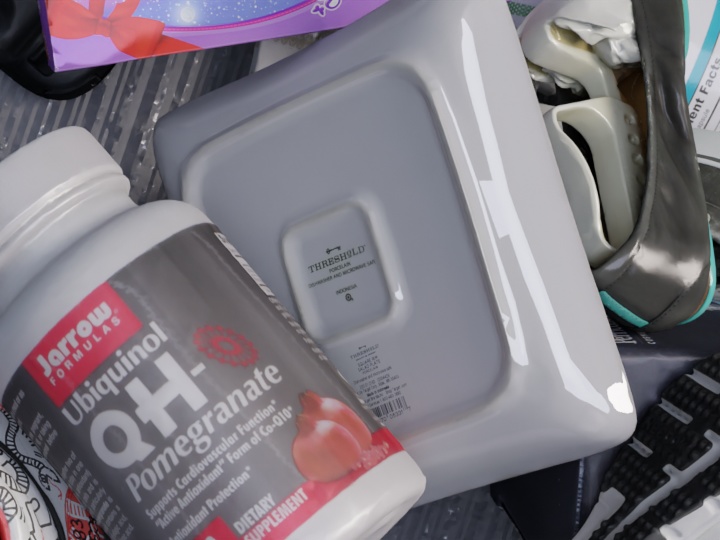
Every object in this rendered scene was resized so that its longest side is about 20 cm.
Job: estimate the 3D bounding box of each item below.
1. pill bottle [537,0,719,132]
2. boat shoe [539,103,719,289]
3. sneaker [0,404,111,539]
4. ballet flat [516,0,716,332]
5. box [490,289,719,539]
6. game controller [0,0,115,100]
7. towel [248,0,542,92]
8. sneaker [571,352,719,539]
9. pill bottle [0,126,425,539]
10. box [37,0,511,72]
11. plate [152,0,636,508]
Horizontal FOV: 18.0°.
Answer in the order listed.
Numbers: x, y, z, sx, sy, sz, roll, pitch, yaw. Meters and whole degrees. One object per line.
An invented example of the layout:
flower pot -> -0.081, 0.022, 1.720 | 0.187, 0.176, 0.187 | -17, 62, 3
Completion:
pill bottle -> 0.175, -0.080, 1.050 | 0.199, 0.111, 0.111 | 23, 87, -6
boat shoe -> 0.089, -0.029, 1.010 | 0.064, 0.199, 0.071 | -55, 134, -36
sneaker -> -0.177, 0.056, 0.914 | 0.067, 0.108, 0.202 | -41, 75, 11
ballet flat -> 0.102, -0.072, 0.933 | 0.068, 0.068, 0.201 | 14, 56, -34
box -> 0.171, 0.074, 0.999 | 0.199, 0.197, 0.118 | 2, 99, -7
game controller -> -0.114, -0.179, 1.056 | 0.104, 0.042, 0.200 | 38, 85, 9
towel -> 0.023, -0.132, 1.028 | 0.148, 0.031, 0.201 | 13, 83, 31
sneaker -> 0.127, 0.111, 0.873 | 0.080, 0.074, 0.200 | 38, 97, -25
pill bottle -> -0.077, 0.044, 0.893 | 0.111, 0.111, 0.200 | -40, 81, -5
box -> -0.043, -0.166, 0.949 | 0.199, 0.039, 0.138 | -9, 102, -10
plate -> 0.000, 0.000, 0.933 | 0.199, 0.032, 0.201 | -22, 83, 37
